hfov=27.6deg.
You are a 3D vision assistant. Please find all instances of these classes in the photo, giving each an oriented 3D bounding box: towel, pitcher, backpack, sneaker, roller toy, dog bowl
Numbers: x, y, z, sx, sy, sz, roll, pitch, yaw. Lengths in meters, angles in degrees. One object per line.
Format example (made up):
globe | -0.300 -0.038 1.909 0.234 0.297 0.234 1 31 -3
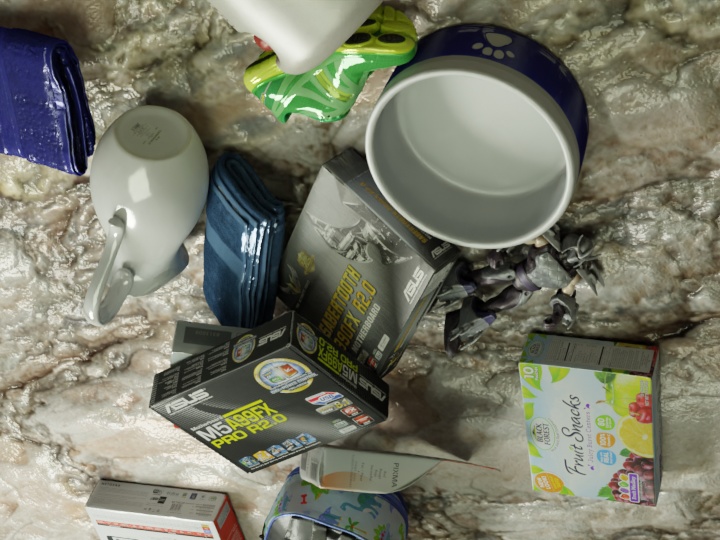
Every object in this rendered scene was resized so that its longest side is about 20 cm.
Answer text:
towel | -0.129 -0.019 1.538 0.112 0.048 0.202 49 147 32
pitcher | -0.229 -0.052 1.493 0.120 0.172 0.201 22 137 8
backpack | -0.028 0.320 1.766 0.181 0.148 0.201 19 139 8
sneaker | -0.018 -0.186 1.352 0.198 0.074 0.084 -10 124 42
roller toy | -0.047 -0.267 1.202 0.139 0.201 0.182 40 140 -15
dog bowl | 0.108 -0.121 1.348 0.197 0.079 0.202 13 134 13
towel | -0.357 -0.186 1.490 0.198 0.049 0.149 17 128 29

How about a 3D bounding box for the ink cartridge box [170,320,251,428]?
ink cartridge box | -0.128 0.139 1.593 0.158 0.048 0.201 6 139 -4

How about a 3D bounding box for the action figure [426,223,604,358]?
action figure | 0.156 0.012 1.460 0.199 0.070 0.131 -26 112 35

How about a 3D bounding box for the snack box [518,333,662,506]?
snack box | 0.248 0.161 1.566 0.140 0.053 0.202 6 132 20

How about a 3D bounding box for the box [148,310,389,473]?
box | -0.093 0.130 1.510 0.198 0.045 0.160 -24 134 31

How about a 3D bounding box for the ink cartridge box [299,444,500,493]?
ink cartridge box | 0.039 0.225 1.624 0.197 0.051 0.162 10 174 -9

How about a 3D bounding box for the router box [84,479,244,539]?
router box | -0.253 0.370 1.981 0.197 0.049 0.181 3 132 21

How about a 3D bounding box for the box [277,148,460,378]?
box | 0.000 0.000 1.490 0.158 0.048 0.201 43 138 14
